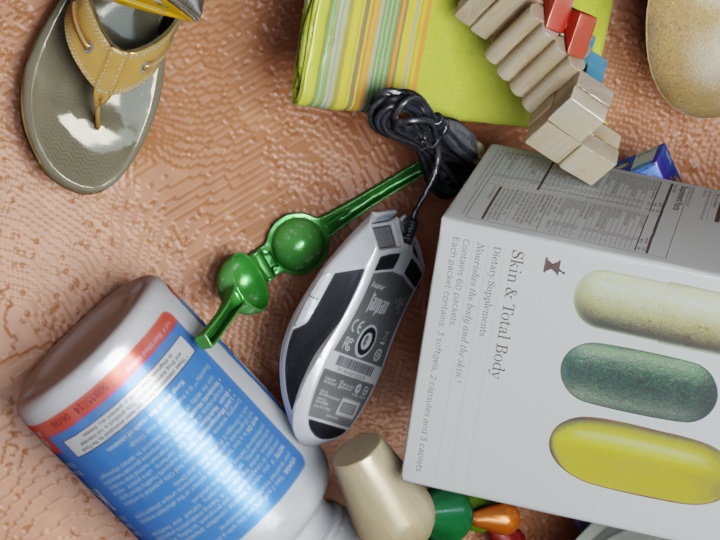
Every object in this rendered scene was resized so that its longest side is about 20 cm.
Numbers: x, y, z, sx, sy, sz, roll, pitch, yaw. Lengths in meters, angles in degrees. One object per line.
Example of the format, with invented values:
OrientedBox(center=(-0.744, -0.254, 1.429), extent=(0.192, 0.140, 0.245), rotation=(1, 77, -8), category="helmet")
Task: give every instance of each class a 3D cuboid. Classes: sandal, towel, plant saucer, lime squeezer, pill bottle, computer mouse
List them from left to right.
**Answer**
OrientedBox(center=(-0.129, -0.139, 1.361), extent=(0.080, 0.054, 0.201), rotation=(26, 92, -14), category="sandal")
OrientedBox(center=(-0.088, 0.109, 1.376), extent=(0.112, 0.112, 0.200), rotation=(-43, 103, -3), category="pill bottle")
OrientedBox(center=(-0.041, -0.011, 1.396), extent=(0.200, 0.071, 0.038), rotation=(-38, 88, -35), category="lime squeezer")
OrientedBox(center=(0.000, 0.000, 1.362), extent=(0.044, 0.110, 0.201), rotation=(26, 90, 28), category="computer mouse")
OrientedBox(center=(0.052, -0.126, 1.369), extent=(0.199, 0.018, 0.087), rotation=(3, 105, -33), category="towel")
OrientedBox(center=(0.240, -0.172, 1.386), extent=(0.200, 0.035, 0.201), rotation=(-28, 134, -33), category="plant saucer")

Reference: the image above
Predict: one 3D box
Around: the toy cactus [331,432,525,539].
OrientedBox(center=(0.029, 0.162, 1.351), extent=(0.166, 0.102, 0.200), rotation=(62, 40, -22), category="toy cactus")

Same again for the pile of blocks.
OrientedBox(center=(0.098, -0.148, 1.324), extent=(0.082, 0.062, 0.201), rotation=(-22, 77, -41), category="pile of blocks")

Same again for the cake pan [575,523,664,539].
OrientedBox(center=(0.186, 0.225, 1.386), extent=(0.199, 0.037, 0.201), rotation=(6, 70, -18), category="cake pan")

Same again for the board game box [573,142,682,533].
OrientedBox(center=(0.153, 0.045, 1.424), extent=(0.134, 0.045, 0.201), rotation=(-21, 102, 19), category="board game box")

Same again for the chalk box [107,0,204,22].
OrientedBox(center=(-0.133, -0.250, 1.283), extent=(0.123, 0.124, 0.201), rotation=(12, 85, 17), category="chalk box")

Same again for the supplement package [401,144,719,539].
OrientedBox(center=(0.141, 0.040, 1.319), extent=(0.199, 0.151, 0.153), rotation=(12, 110, 9), category="supplement package")
